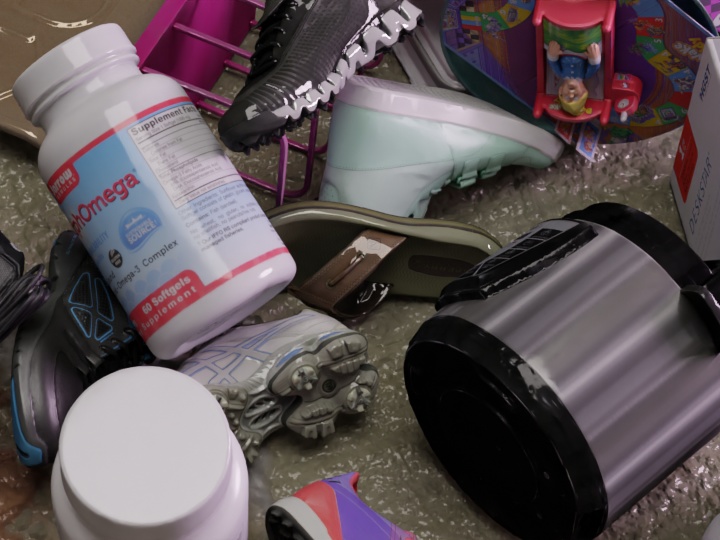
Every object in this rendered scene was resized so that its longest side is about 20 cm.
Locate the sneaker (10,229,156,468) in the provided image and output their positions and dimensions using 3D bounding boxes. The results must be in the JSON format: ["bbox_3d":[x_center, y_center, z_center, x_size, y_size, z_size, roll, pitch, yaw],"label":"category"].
[{"bbox_3d":[-0.175,0.047,1.444,0.082,0.073,0.200,8,43,3],"label":"sneaker"}]

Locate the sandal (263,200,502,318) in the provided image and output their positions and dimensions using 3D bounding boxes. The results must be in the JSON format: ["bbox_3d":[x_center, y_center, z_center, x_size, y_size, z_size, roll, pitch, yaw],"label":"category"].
[{"bbox_3d":[0.001,-0.001,1.508,0.200,0.080,0.057,2,49,-4],"label":"sandal"}]

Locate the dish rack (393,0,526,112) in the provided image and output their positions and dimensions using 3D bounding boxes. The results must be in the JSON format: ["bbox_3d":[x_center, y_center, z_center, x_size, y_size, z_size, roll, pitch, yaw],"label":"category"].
[{"bbox_3d":[0.097,-0.210,1.704,0.171,0.044,0.200,-17,55,-17],"label":"dish rack"}]

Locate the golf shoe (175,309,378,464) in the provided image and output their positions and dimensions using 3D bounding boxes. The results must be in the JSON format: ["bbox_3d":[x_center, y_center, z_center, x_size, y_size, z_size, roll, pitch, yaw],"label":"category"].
[{"bbox_3d":[-0.092,0.082,1.457,0.199,0.079,0.097,-18,31,-18],"label":"golf shoe"}]

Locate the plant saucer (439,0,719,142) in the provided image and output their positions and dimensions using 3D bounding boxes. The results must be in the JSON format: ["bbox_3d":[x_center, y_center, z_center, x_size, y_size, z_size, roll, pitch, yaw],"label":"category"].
[{"bbox_3d":[0.156,-0.169,1.577,0.199,0.200,0.036,12,54,4],"label":"plant saucer"}]

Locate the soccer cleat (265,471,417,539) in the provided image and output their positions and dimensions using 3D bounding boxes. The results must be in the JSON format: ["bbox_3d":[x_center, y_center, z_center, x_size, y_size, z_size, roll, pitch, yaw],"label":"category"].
[{"bbox_3d":[0.027,0.201,1.366,0.073,0.068,0.200,-29,58,-30],"label":"soccer cleat"}]

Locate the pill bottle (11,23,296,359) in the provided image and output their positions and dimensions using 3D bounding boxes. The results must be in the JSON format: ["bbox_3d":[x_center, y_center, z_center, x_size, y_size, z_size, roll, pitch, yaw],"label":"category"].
[{"bbox_3d":[-0.136,-0.053,1.430,0.109,0.109,0.200,-31,84,-26],"label":"pill bottle"}]

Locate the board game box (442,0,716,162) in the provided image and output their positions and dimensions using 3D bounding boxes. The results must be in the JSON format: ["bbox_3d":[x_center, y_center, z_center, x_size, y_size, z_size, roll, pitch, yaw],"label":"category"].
[{"bbox_3d":[0.153,-0.141,1.549,0.200,0.158,0.039,34,50,-26],"label":"board game box"}]

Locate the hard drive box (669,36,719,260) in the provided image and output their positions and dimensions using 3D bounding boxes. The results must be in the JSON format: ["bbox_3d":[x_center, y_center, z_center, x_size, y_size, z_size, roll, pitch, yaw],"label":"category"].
[{"bbox_3d":[0.279,-0.036,1.515,0.077,0.156,0.200,-4,52,-7],"label":"hard drive box"}]

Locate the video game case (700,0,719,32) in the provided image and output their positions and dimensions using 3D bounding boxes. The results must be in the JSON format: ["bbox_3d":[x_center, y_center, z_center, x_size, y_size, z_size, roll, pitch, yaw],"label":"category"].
[{"bbox_3d":[0.235,-0.248,1.678,0.200,0.036,0.182,15,37,-48],"label":"video game case"}]

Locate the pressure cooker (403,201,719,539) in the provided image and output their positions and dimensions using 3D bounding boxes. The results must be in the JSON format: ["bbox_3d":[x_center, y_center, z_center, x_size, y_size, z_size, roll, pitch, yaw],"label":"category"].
[{"bbox_3d":[0.148,0.057,1.417,0.200,0.179,0.176,-36,52,-23],"label":"pressure cooker"}]

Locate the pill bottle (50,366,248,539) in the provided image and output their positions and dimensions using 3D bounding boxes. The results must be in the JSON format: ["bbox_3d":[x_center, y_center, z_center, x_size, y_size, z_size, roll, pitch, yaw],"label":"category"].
[{"bbox_3d":[-0.121,0.138,1.303,0.113,0.200,0.114,1,63,-2],"label":"pill bottle"}]

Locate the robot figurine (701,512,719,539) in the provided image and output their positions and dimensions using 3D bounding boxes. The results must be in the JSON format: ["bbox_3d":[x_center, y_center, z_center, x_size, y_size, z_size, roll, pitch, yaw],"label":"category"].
[{"bbox_3d":[0.296,0.162,1.382,0.150,0.125,0.200,38,58,22],"label":"robot figurine"}]

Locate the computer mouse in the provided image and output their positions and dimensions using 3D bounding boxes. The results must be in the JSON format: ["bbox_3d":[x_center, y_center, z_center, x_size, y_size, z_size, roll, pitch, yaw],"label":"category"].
[{"bbox_3d":[-0.265,0.035,1.457,0.140,0.046,0.200,-47,30,-4],"label":"computer mouse"}]

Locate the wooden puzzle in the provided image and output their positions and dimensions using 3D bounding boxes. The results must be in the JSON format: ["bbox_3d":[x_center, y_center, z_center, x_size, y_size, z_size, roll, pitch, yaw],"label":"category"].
[{"bbox_3d":[-0.268,-0.179,1.647,0.200,0.046,0.185,25,54,8],"label":"wooden puzzle"}]

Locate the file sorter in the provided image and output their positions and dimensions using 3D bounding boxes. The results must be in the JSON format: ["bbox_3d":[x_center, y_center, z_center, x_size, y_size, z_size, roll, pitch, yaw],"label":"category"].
[{"bbox_3d":[-0.069,-0.142,1.575,0.125,0.139,0.200,22,53,10],"label":"file sorter"}]

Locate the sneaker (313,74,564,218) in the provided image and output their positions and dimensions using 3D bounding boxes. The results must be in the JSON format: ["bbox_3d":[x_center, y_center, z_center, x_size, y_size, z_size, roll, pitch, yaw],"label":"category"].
[{"bbox_3d":[0.050,-0.066,1.580,0.200,0.119,0.074,7,14,-38],"label":"sneaker"}]

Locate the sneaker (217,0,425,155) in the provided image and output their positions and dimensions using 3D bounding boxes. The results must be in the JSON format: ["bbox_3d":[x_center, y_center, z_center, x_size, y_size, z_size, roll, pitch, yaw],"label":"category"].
[{"bbox_3d":[-0.042,-0.149,1.453,0.091,0.066,0.200,53,48,-7],"label":"sneaker"}]
